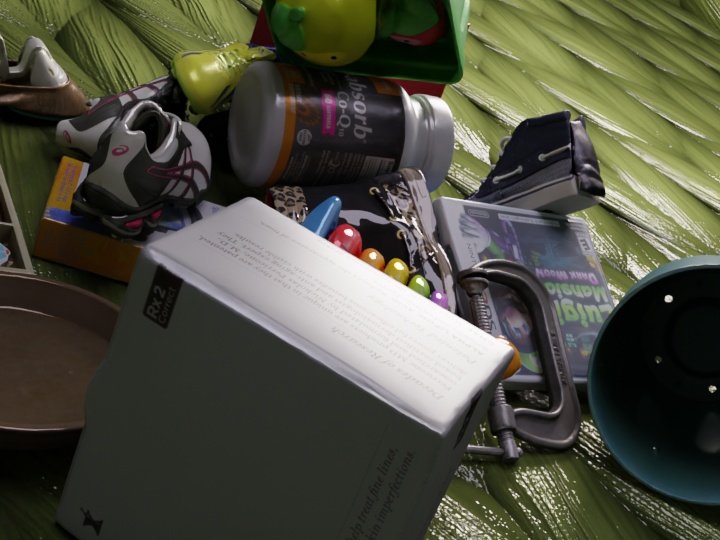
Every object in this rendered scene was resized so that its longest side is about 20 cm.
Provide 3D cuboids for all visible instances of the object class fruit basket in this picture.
[{"bbox_3d":[-0.010,-0.234,1.152,0.212,0.157,0.217,-8,44,8],"label":"fruit basket"}]

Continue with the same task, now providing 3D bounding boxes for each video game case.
[{"bbox_3d":[0.164,0.024,1.162,0.198,0.023,0.184,6,59,-39],"label":"video game case"}]

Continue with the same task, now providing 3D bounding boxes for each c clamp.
[{"bbox_3d":[0.124,0.071,1.053,0.169,0.027,0.202,19,52,-34],"label":"c clamp"}]

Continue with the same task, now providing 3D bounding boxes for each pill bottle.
[{"bbox_3d":[-0.018,-0.129,1.190,0.197,0.118,0.117,3,32,-27],"label":"pill bottle"}]

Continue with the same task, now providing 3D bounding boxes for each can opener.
[{"bbox_3d":[-0.070,-0.153,1.270,0.197,0.064,0.079,-10,47,6],"label":"can opener"}]

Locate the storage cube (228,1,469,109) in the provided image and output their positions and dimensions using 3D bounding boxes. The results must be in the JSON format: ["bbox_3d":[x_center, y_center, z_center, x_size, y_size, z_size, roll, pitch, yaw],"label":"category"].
[{"bbox_3d":[-0.015,-0.223,1.389,0.170,0.182,0.199,33,28,21],"label":"storage cube"}]

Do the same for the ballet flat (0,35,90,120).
[{"bbox_3d":[-0.335,-0.186,1.173,0.198,0.073,0.068,3,33,-37],"label":"ballet flat"}]

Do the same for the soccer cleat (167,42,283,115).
[{"bbox_3d":[-0.126,-0.197,1.225,0.065,0.083,0.200,64,15,-5],"label":"soccer cleat"}]

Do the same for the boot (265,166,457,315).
[{"bbox_3d":[0.000,0.000,1.101,0.148,0.073,0.203,-3,63,-15],"label":"boot"}]

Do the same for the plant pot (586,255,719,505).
[{"bbox_3d":[0.301,0.079,1.093,0.199,0.203,0.161,27,17,7],"label":"plant pot"}]

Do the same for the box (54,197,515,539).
[{"bbox_3d":[-0.047,0.098,0.739,0.198,0.201,0.131,30,27,14],"label":"box"}]

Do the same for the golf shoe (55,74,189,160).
[{"bbox_3d":[-0.219,-0.151,1.209,0.087,0.078,0.200,11,19,7],"label":"golf shoe"}]

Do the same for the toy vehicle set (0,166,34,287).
[{"bbox_3d":[-0.332,-0.049,0.970,0.123,0.027,0.201,7,31,-31],"label":"toy vehicle set"}]

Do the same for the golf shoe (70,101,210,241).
[{"bbox_3d":[-0.162,-0.096,1.031,0.076,0.089,0.200,24,24,2],"label":"golf shoe"}]

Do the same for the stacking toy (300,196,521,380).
[{"bbox_3d":[0.033,0.039,0.987,0.198,0.110,0.117,21,51,5],"label":"stacking toy"}]

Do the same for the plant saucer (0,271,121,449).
[{"bbox_3d":[-0.230,0.059,0.830,0.197,0.030,0.201,13,23,-6],"label":"plant saucer"}]

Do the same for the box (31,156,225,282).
[{"bbox_3d":[-0.167,-0.028,1.058,0.197,0.042,0.120,15,27,-13],"label":"box"}]

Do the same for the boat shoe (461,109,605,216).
[{"bbox_3d":[0.153,-0.091,1.265,0.074,0.198,0.094,12,67,-49],"label":"boat shoe"}]
